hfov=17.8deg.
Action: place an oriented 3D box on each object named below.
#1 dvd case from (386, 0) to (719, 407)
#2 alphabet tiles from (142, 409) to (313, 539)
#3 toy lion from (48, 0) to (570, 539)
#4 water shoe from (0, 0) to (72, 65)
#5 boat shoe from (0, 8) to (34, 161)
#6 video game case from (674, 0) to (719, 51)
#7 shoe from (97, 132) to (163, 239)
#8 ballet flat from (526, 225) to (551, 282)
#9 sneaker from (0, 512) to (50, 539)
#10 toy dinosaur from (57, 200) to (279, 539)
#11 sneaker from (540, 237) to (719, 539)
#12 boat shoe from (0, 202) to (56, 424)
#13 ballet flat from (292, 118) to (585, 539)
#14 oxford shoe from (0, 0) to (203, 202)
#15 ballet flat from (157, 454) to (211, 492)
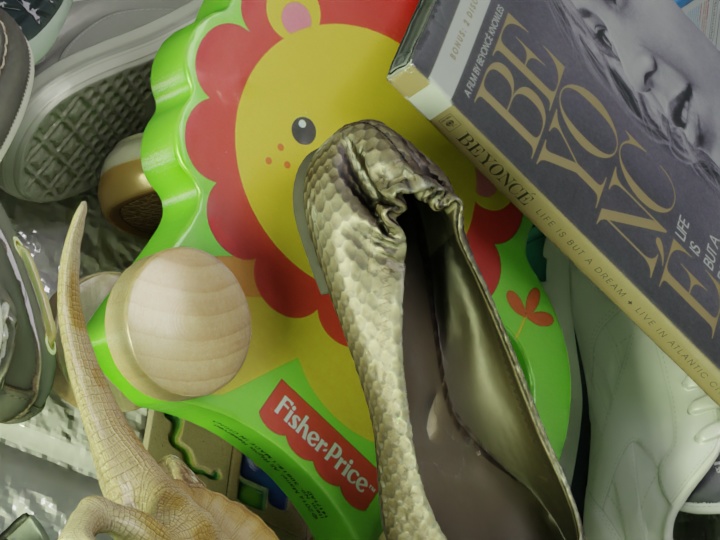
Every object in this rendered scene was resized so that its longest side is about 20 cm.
[{"bbox_3d":[0.100,-0.051,0.834,0.200,0.016,0.149,43,42,-20],"label":"dvd case"},{"bbox_3d":[-0.009,0.128,0.794,0.166,0.006,0.200,27,44,-23],"label":"alphabet tiles"},{"bbox_3d":[0.000,0.000,0.781,0.200,0.069,0.192,45,61,-18],"label":"toy lion"},{"bbox_3d":[-0.149,-0.125,0.817,0.071,0.079,0.200,16,43,-29],"label":"water shoe"},{"bbox_3d":[-0.173,-0.018,0.661,0.067,0.057,0.200,38,69,21],"label":"boat shoe"},{"bbox_3d":[0.161,-0.077,1.017,0.018,0.144,0.200,17,31,28],"label":"video game case"},{"bbox_3d":[-0.030,-0.048,0.868,0.200,0.070,0.054,-7,76,-54],"label":"shoe"},{"bbox_3d":[0.023,-0.002,0.880,0.200,0.067,0.067,-21,41,-36],"label":"ballet flat"},{"bbox_3d":[-0.116,0.151,0.630,0.089,0.074,0.200,49,37,-4],"label":"sneaker"},{"bbox_3d":[-0.056,0.083,0.661,0.200,0.058,0.101,52,31,5],"label":"toy dinosaur"},{"bbox_3d":[0.118,0.041,0.859,0.076,0.080,0.201,1,85,-35],"label":"sneaker"},{"bbox_3d":[-0.163,-0.031,0.746,0.202,0.072,0.060,56,13,26],"label":"boat shoe"},{"bbox_3d":[0.034,0.046,0.730,0.067,0.046,0.201,-18,88,-39],"label":"ballet flat"},{"bbox_3d":[-0.078,-0.079,0.858,0.058,0.075,0.200,32,34,25],"label":"oxford shoe"},{"bbox_3d":[-0.027,0.150,0.699,0.065,0.071,0.201,-5,67,-11],"label":"ballet flat"}]
